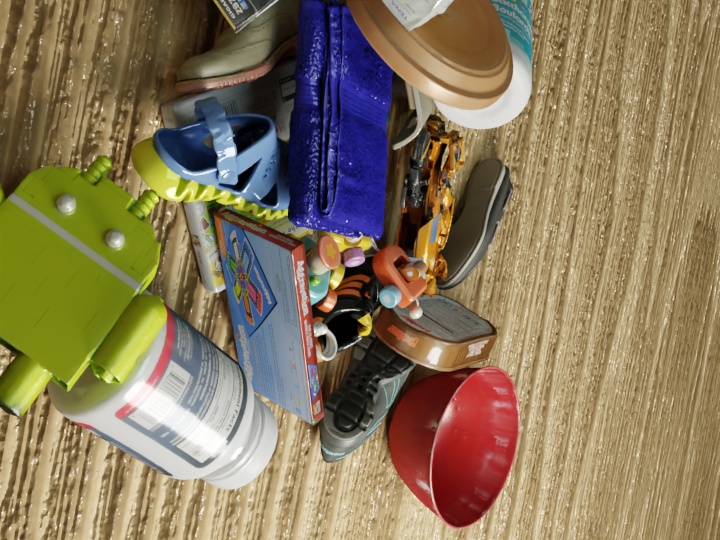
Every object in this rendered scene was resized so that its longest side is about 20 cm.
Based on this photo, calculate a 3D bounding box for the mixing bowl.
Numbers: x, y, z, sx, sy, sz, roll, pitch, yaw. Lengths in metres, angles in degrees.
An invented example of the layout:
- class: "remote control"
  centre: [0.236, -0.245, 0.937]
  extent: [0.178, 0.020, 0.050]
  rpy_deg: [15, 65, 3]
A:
- class: "mixing bowl"
  centre: [0.106, 0.208, 1.167]
  extent: [0.198, 0.107, 0.204]
  rpy_deg: [-15, 110, -47]

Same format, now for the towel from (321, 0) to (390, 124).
- class: "towel"
  centre: [-0.008, -0.231, 0.958]
  extent: [0.147, 0.021, 0.203]
  rpy_deg: [-62, 143, -61]

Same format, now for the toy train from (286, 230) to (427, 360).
- class: "toy train"
  centre: [0.000, 0.000, 0.938]
  extent: [0.199, 0.055, 0.152]
  rpy_deg: [-31, 88, -50]

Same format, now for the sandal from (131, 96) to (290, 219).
- class: "sandal"
  centre: [-0.100, -0.100, 0.816]
  extent: [0.087, 0.080, 0.198]
  rpy_deg: [-44, 156, 28]

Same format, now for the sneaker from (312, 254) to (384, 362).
- class: "sneaker"
  centre: [-0.009, 0.047, 1.005]
  extent: [0.199, 0.089, 0.071]
  rpy_deg: [-32, 122, -41]

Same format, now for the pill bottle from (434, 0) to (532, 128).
- class: "pill bottle"
  centre: [0.139, -0.265, 1.043]
  extent: [0.111, 0.109, 0.203]
  rpy_deg: [53, 34, -42]

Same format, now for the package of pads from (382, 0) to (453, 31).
- class: "package of pads"
  centre: [0.043, -0.315, 0.817]
  extent: [0.155, 0.068, 0.201]
  rpy_deg: [46, 40, -13]

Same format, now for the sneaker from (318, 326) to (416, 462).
- class: "sneaker"
  centre: [0.005, 0.138, 1.076]
  extent: [0.200, 0.075, 0.080]
  rpy_deg: [-49, 163, -40]

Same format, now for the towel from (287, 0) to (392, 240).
- class: "towel"
  centre: [-0.009, -0.135, 0.862]
  extent: [0.147, 0.049, 0.204]
  rpy_deg: [7, 86, -58]

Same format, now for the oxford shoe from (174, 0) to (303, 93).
- class: "oxford shoe"
  centre: [-0.107, -0.218, 0.849]
  extent: [0.200, 0.070, 0.075]
  rpy_deg: [-46, 128, -47]

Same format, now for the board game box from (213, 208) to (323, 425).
- class: "board game box"
  centre: [-0.085, 0.047, 0.877]
  extent: [0.019, 0.102, 0.203]
  rpy_deg: [-36, 135, -38]

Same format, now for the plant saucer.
- class: "plant saucer"
  centre: [0.070, -0.243, 0.873]
  extent: [0.198, 0.032, 0.203]
  rpy_deg: [23, 47, -27]

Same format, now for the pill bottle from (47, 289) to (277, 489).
- class: "pill bottle"
  centre: [-0.163, 0.113, 0.813]
  extent: [0.200, 0.118, 0.121]
  rpy_deg: [48, 63, -45]

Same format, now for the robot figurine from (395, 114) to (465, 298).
- class: "robot figurine"
  centre: [0.082, -0.078, 1.080]
  extent: [0.145, 0.057, 0.204]
  rpy_deg: [-46, 145, -68]

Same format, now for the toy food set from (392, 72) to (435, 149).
- class: "toy food set"
  centre: [0.039, -0.250, 1.000]
  extent: [0.144, 0.059, 0.203]
  rpy_deg: [-60, 141, -61]

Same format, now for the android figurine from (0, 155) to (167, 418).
- class: "android figurine"
  centre: [-0.232, 0.003, 0.701]
  extent: [0.181, 0.041, 0.201]
  rpy_deg: [37, 68, -4]

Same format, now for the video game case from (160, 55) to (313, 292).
- class: "video game case"
  centre: [-0.097, -0.103, 0.918]
  extent: [0.199, 0.023, 0.185]
  rpy_deg: [-33, 122, -42]

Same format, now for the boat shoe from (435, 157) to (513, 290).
- class: "boat shoe"
  centre: [0.152, -0.052, 1.195]
  extent: [0.057, 0.066, 0.202]
  rpy_deg: [46, 60, -40]

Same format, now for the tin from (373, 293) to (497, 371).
- class: "tin"
  centre: [0.092, 0.069, 1.101]
  extent: [0.199, 0.111, 0.043]
  rpy_deg: [-4, 119, -60]

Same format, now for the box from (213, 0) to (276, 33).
- class: "box"
  centre: [-0.105, -0.332, 0.783]
  extent: [0.160, 0.049, 0.201]
  rpy_deg: [-47, 109, -31]
